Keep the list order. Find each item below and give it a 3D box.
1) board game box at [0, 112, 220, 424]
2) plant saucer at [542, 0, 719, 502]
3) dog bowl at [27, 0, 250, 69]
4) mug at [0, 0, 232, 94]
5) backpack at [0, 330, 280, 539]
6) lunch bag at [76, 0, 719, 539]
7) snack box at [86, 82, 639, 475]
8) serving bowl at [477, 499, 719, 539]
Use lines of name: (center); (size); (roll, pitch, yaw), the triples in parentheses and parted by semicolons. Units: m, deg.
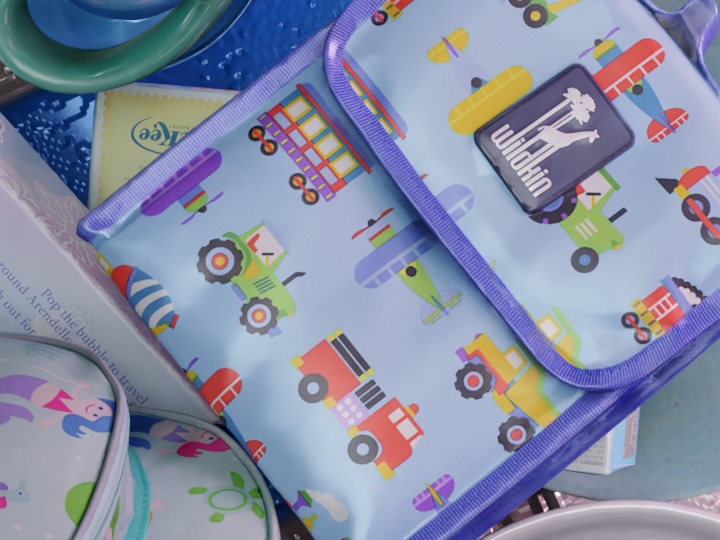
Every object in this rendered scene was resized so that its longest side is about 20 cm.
board game box: (-0.180, 0.028, 0.949); (0.199, 0.043, 0.200); (-38, 100, 20)
plant saucer: (0.096, -0.021, 0.955); (0.201, 0.039, 0.201); (1, 92, 21)
dog bowl: (-0.061, -0.163, 0.986); (0.111, 0.050, 0.200); (28, 92, 7)
mug: (-0.055, -0.156, 0.896); (0.114, 0.185, 0.152); (16, 57, 2)
backpack: (-0.121, 0.108, 0.842); (0.200, 0.178, 0.151); (11, 130, 8)
lunch bag: (0.039, -0.015, 0.882); (0.200, 0.094, 0.151); (-40, 79, 4)
snack box: (0.000, 0.000, 0.951); (0.200, 0.037, 0.116); (7, 95, 21)
serving bowl: (0.092, 0.177, 0.948); (0.200, 0.066, 0.201); (0, 88, 7)
